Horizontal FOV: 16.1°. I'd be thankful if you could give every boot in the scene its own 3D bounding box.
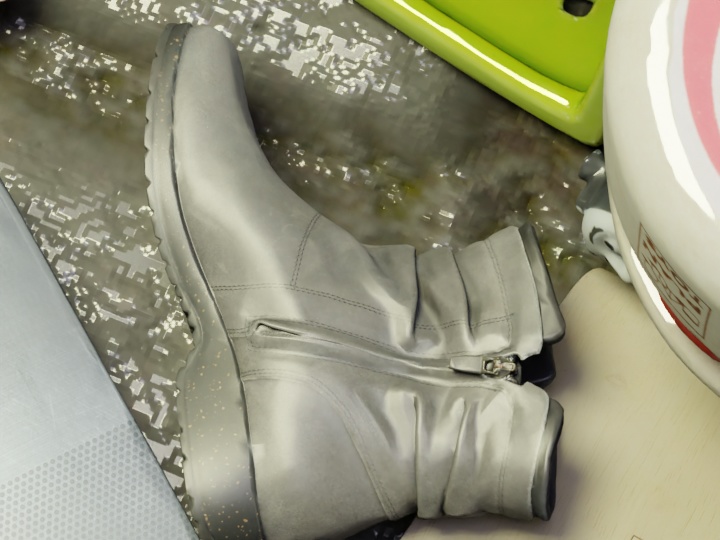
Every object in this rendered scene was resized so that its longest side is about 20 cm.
[{"bbox_3d":[0.000,0.000,0.870,0.131,0.070,0.201,-12,72,5],"label":"boot"}]

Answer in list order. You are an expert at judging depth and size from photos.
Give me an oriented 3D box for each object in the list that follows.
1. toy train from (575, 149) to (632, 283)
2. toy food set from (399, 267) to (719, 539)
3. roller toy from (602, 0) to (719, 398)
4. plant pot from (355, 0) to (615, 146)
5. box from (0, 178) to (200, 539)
[{"bbox_3d":[0.161,-0.061,0.872,0.114,0.085,0.200,33,80,15],"label":"toy train"},{"bbox_3d":[0.094,0.108,0.863,0.143,0.060,0.200,29,69,19],"label":"toy food set"},{"bbox_3d":[0.162,-0.041,0.748,0.181,0.140,0.201,9,76,8],"label":"roller toy"},{"bbox_3d":[0.069,-0.199,0.896,0.199,0.200,0.182,35,66,10],"label":"plant pot"},{"bbox_3d":[-0.152,0.079,0.856,0.157,0.051,0.201,-26,74,-13],"label":"box"}]
